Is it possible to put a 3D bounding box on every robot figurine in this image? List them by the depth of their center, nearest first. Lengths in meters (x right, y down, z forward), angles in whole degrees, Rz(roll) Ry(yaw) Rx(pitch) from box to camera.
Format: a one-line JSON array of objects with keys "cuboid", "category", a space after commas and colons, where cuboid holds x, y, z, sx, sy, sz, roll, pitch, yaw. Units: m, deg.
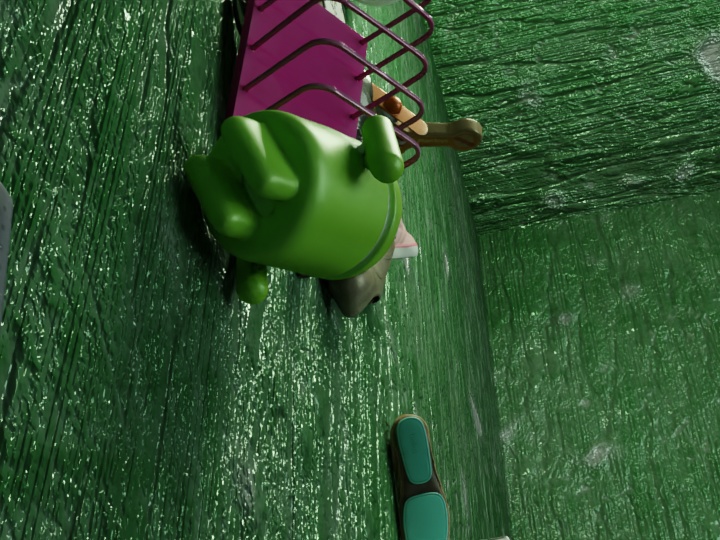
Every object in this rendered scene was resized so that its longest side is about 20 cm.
[{"cuboid": [-0.044, -0.056, 0.907, 0.200, 0.175, 0.116, 15, 36, -57], "category": "robot figurine"}]

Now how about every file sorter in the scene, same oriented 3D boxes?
[{"cuboid": [-0.018, -0.184, 1.019, 0.139, 0.125, 0.201, 30, 53, -34], "category": "file sorter"}]

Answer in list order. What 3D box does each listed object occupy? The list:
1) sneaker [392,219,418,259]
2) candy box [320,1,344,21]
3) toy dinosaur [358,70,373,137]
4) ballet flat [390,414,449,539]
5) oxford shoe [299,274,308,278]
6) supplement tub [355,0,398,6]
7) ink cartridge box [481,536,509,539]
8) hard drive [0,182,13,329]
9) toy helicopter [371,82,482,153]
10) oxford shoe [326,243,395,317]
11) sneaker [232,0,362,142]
[{"cuboid": [0.029, -0.065, 1.542, 0.200, 0.075, 0.105, -4, 88, -76], "category": "sneaker"}, {"cuboid": [-0.070, -0.356, 1.322, 0.136, 0.061, 0.201, -68, 147, -73], "category": "candy box"}, {"cuboid": [-0.011, -0.185, 1.323, 0.102, 0.077, 0.201, 130, -21, -64], "category": "toy dinosaur"}, {"cuboid": [0.072, 0.289, 1.503, 0.072, 0.067, 0.201, 113, -34, -72], "category": "ballet flat"}, {"cuboid": [-0.025, -0.053, 1.242, 0.200, 0.071, 0.072, -86, 161, -61], "category": "oxford shoe"}, {"cuboid": [0.028, -0.522, 1.850, 0.201, 0.131, 0.132, -86, 163, -51], "category": "supplement tub"}, {"cuboid": [0.131, 0.445, 1.390, 0.147, 0.145, 0.201, -88, 164, -49], "category": "ink cartridge box"}, {"cuboid": [-0.183, -0.024, 0.383, 0.200, 0.042, 0.136, 64, 18, -58], "category": "hard drive"}, {"cuboid": [0.055, -0.177, 1.443, 0.133, 0.199, 0.079, 96, -8, -56], "category": "toy helicopter"}, {"cuboid": [0.000, 0.000, 1.356, 0.200, 0.070, 0.075, -41, 124, -67], "category": "oxford shoe"}, {"cuboid": [-0.076, -0.177, 1.111, 0.074, 0.079, 0.201, -29, 96, -43], "category": "sneaker"}]
